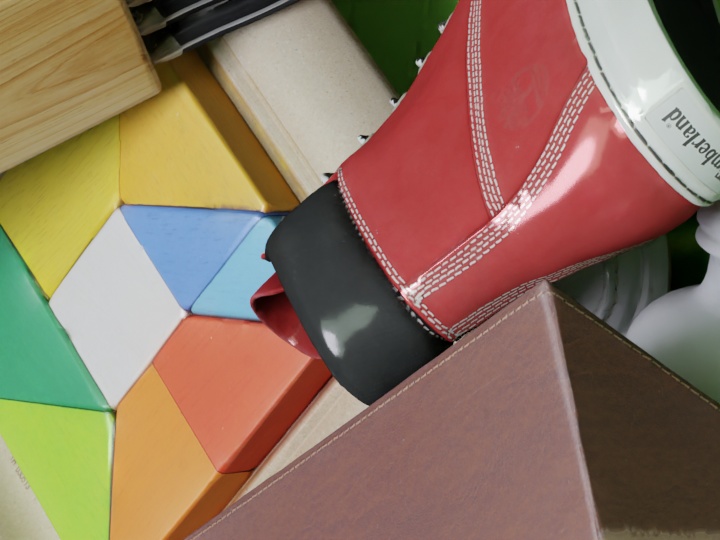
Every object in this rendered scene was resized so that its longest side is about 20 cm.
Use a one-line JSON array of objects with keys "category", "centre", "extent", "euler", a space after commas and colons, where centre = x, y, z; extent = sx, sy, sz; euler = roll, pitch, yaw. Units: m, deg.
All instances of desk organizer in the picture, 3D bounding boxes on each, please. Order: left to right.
[{"category": "desk organizer", "centre": [0.026, 0.077, 0.727], "extent": [0.200, 0.072, 0.077], "euler": [-38, 55, 50]}]

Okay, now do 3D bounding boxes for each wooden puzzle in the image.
[{"category": "wooden puzzle", "centre": [-0.064, 0.008, 0.858], "extent": [0.200, 0.037, 0.185], "euler": [-49, 60, 26]}]

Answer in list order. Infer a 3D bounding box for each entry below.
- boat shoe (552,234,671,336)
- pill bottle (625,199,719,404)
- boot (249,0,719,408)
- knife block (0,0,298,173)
[{"category": "boat shoe", "centre": [0.000, 0.000, 0.876], "extent": [0.200, 0.069, 0.071], "euler": [0, 94, 41]}, {"category": "pill bottle", "centre": [0.116, 0.068, 0.754], "extent": [0.111, 0.111, 0.200], "euler": [18, 105, 38]}, {"category": "boot", "centre": [0.027, -0.050, 0.777], "extent": [0.144, 0.072, 0.200], "euler": [-36, 26, 20]}, {"category": "knife block", "centre": [-0.099, -0.070, 0.818], "extent": [0.200, 0.175, 0.064], "euler": [-55, 48, 34]}]
